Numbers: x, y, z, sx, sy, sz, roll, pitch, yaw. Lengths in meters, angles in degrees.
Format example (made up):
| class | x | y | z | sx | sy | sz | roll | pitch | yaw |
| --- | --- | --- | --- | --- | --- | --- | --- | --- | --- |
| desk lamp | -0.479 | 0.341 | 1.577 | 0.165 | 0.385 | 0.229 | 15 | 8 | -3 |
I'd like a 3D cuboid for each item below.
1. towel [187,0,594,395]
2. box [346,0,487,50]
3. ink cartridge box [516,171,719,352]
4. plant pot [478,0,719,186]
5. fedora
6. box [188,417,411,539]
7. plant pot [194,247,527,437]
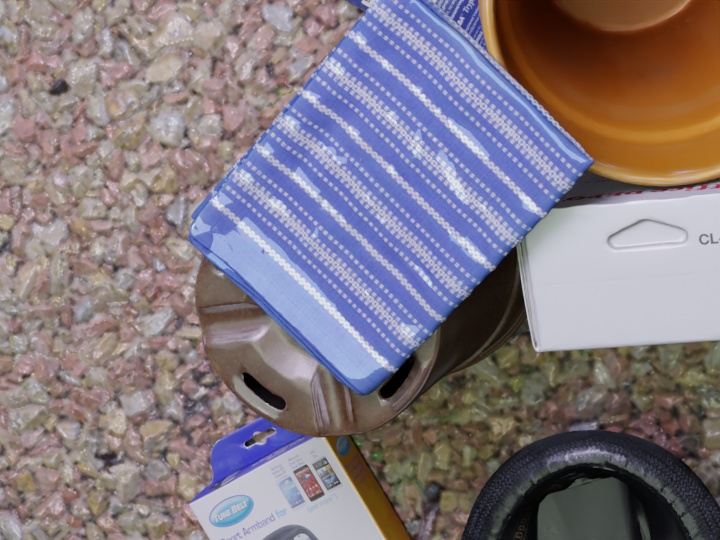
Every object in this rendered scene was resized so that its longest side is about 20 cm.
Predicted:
| class | x | y | z | sx | sy | sz | roll | pitch | yaw |
| --- | --- | --- | --- | --- | --- | --- | --- | --- | --- |
| towel | 0.010 | -0.039 | 1.048 | 0.145 | 0.024 | 0.200 | 43 | 118 | 1 |
| box | 0.021 | -0.220 | 1.211 | 0.199 | 0.032 | 0.122 | 31 | 111 | 4 |
| ink cartridge box | 0.180 | -0.023 | 1.127 | 0.144 | 0.200 | 0.084 | -5 | 104 | 18 |
| plant pot | 0.159 | -0.171 | 1.087 | 0.198 | 0.184 | 0.202 | 0 | 111 | -1 |
| fedora | 0.157 | 0.195 | 1.252 | 0.199 | 0.092 | 0.203 | 3 | 99 | 16 |
| box | -0.029 | 0.195 | 1.338 | 0.118 | 0.041 | 0.201 | -29 | 97 | 22 |
| plant pot | 0.000 | 0.000 | 1.191 | 0.198 | 0.198 | 0.202 | 5 | 107 | 16 |
